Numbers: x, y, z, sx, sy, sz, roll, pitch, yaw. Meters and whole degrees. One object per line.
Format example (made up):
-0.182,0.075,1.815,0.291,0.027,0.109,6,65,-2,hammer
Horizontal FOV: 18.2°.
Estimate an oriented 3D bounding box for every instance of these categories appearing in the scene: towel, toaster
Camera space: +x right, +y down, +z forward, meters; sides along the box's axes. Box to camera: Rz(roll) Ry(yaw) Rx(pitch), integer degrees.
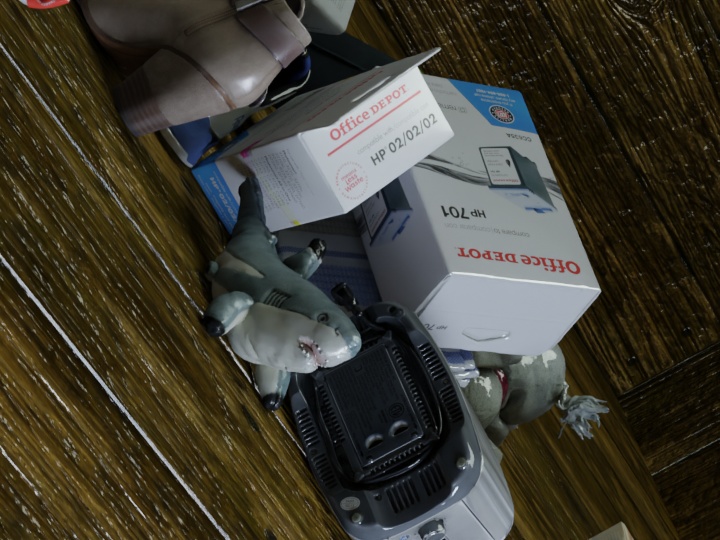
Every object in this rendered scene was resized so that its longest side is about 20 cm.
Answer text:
0.000,0.000,1.699,0.146,0.024,0.201,5,50,-29,towel
0.027,0.117,1.541,0.200,0.113,0.129,64,5,36,toaster

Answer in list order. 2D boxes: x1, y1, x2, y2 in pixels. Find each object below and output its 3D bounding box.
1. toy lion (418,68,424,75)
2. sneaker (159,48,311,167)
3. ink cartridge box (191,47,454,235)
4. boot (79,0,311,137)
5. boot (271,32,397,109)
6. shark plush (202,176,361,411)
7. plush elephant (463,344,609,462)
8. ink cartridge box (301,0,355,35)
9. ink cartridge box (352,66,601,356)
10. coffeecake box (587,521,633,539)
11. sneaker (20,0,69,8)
0.098,-0.090,1.978,0.192,0.069,0.200,54,1,40,toy lion
-0.092,-0.148,1.683,0.081,0.115,0.200,59,8,-19,sneaker
-0.018,-0.087,1.590,0.200,0.115,0.068,-12,-69,58,ink cartridge box
-0.112,-0.179,1.553,0.070,0.146,0.200,49,14,-51,boot
-0.027,-0.184,1.842,0.168,0.077,0.200,29,45,12,boot
-0.052,0.011,1.501,0.091,0.083,0.200,57,9,-26,shark plush
0.094,0.096,1.946,0.154,0.165,0.200,-1,21,-43,plush elephant
-0.064,-0.280,1.624,0.200,0.083,0.146,40,65,-59,ink cartridge box
0.076,-0.045,1.696,0.146,0.086,0.201,6,48,-34,ink cartridge box
0.173,0.308,1.626,0.200,0.153,0.073,58,9,-15,coffeecake box
-0.205,-0.208,1.422,0.200,0.070,0.094,-11,90,-84,sneaker
